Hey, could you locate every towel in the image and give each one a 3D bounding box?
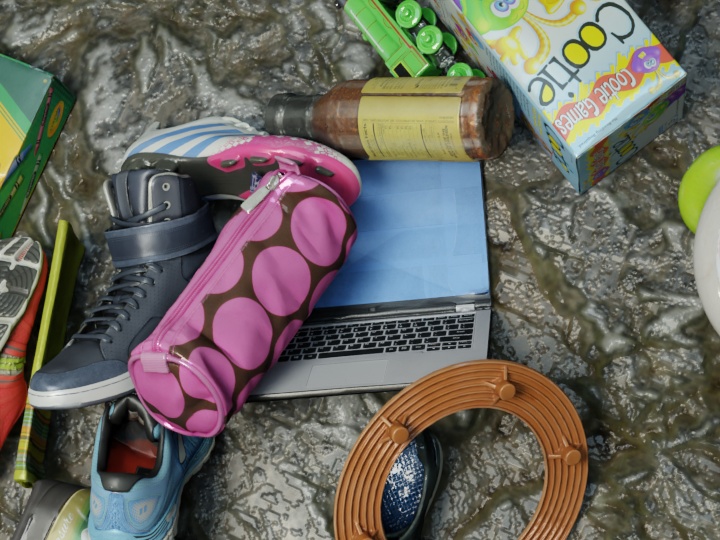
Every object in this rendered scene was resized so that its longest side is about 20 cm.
[{"bbox_3d":[-0.239,0.067,1.231,0.018,0.086,0.202,9,78,-5],"label":"towel"}]

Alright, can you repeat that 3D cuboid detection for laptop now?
[{"bbox_3d":[0.000,0.000,1.191,0.186,0.200,0.117,-6,110,9],"label":"laptop"}]

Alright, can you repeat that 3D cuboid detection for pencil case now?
[{"bbox_3d":[-0.085,0.017,1.128,0.090,0.094,0.201,15,56,25],"label":"pencil case"}]

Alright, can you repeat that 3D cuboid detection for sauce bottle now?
[{"bbox_3d":[0.018,-0.116,1.214,0.199,0.066,0.067,6,78,34],"label":"sauce bottle"}]

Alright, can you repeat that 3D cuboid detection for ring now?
[{"bbox_3d":[0.076,0.158,1.119,0.199,0.019,0.202,-8,112,-20],"label":"ring"}]

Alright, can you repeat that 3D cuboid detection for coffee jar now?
[{"bbox_3d":[-0.169,0.233,1.181,0.199,0.085,0.105,23,84,13],"label":"coffee jar"}]

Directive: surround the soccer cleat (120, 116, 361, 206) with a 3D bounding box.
[{"bbox_3d":[-0.090,-0.090,1.238,0.198,0.070,0.087,3,41,16],"label":"soccer cleat"}]

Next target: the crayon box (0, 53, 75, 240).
[{"bbox_3d":[-0.330,-0.080,1.293,0.118,0.058,0.201,21,82,14],"label":"crayon box"}]

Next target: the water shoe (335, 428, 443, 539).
[{"bbox_3d":[0.007,0.205,1.159,0.071,0.079,0.202,11,80,12],"label":"water shoe"}]

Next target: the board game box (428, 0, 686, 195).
[{"bbox_3d":[0.144,-0.176,1.207,0.103,0.105,0.201,-36,75,0],"label":"board game box"}]

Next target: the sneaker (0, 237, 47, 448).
[{"bbox_3d":[-0.289,0.072,1.239,0.076,0.085,0.201,13,77,24],"label":"sneaker"}]

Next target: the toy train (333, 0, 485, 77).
[{"bbox_3d":[0.043,-0.174,1.256,0.056,0.042,0.200,-44,68,18],"label":"toy train"}]

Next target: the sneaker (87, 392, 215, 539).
[{"bbox_3d":[-0.151,0.118,1.166,0.078,0.091,0.201,2,36,3],"label":"sneaker"}]

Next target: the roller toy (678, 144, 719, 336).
[{"bbox_3d":[0.332,-0.002,1.117,0.181,0.140,0.202,-16,77,17],"label":"roller toy"}]

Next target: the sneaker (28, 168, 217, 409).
[{"bbox_3d":[-0.176,0.007,1.159,0.076,0.202,0.147,0,110,38],"label":"sneaker"}]
